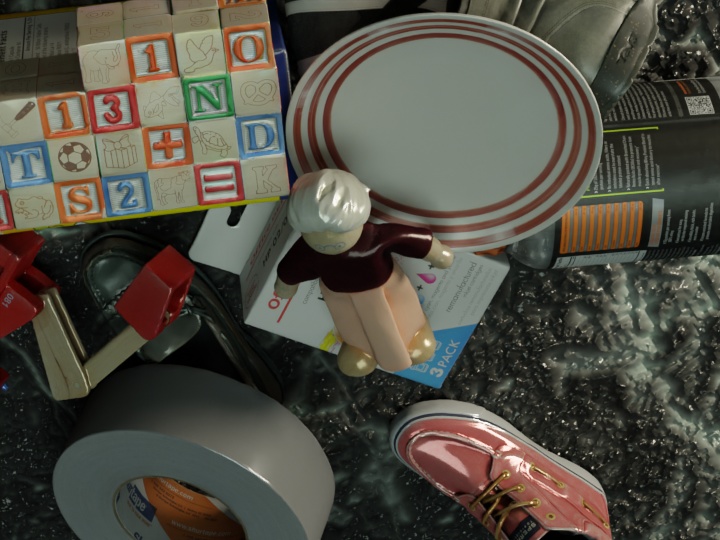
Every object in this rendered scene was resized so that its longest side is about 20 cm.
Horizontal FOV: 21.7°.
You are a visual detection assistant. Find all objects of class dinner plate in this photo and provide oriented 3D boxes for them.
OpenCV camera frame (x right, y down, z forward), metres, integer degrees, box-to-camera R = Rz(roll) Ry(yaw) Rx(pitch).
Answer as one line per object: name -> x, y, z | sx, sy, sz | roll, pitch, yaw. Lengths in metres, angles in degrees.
dinner plate -> 0.052, -0.087, 1.177 | 0.198, 0.024, 0.201 | 3, 138, 2

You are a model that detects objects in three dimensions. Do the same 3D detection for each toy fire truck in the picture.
toy fire truck -> -0.219, 0.041, 1.307 | 0.141, 0.049, 0.201 | 36, 114, 1

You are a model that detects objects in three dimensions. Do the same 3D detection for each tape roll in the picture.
tape roll -> -0.121, 0.159, 1.369 | 0.198, 0.066, 0.201 | 13, 138, 11

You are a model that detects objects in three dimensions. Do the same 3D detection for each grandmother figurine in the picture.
grandmother figurine -> 0.000, 0.000, 1.216 | 0.120, 0.061, 0.200 | -20, 146, 6

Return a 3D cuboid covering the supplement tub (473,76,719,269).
supplement tub -> 0.171, -0.066, 1.285 | 0.198, 0.123, 0.124 | -4, 122, -5

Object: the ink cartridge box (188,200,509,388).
ink cartridge box -> -0.010, -0.006, 1.329 | 0.198, 0.068, 0.116 | 19, 117, -18

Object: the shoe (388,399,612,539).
shoe -> 0.114, 0.172, 1.440 | 0.199, 0.091, 0.072 | 27, 114, -22

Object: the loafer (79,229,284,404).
loafer -> -0.122, 0.051, 1.351 | 0.072, 0.063, 0.200 | -37, 119, 15

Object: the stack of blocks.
stack of blocks -> -0.147, -0.096, 1.132 | 0.198, 0.059, 0.116 | -8, 121, -3

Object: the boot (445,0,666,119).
boot -> 0.141, -0.203, 1.191 | 0.130, 0.201, 0.068 | 30, 154, -1

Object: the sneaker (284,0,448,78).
sneaker -> 0.040, -0.201, 1.216 | 0.198, 0.073, 0.113 | -19, 96, -18

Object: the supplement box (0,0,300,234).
supplement box -> -0.144, -0.106, 1.225 | 0.198, 0.109, 0.110 | -7, 122, -3
